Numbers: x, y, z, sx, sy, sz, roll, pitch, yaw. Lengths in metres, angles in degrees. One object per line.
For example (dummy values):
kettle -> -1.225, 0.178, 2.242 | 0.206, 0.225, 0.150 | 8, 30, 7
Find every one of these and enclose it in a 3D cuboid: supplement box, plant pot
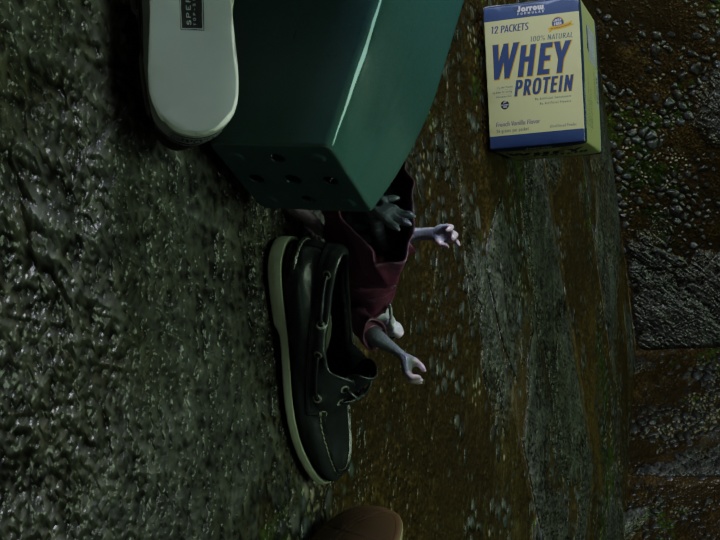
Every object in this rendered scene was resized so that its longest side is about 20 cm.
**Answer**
supplement box -> 0.267, -0.270, 1.622 | 0.199, 0.132, 0.203 | -2, 89, -71
plant pot -> -0.025, -0.150, 0.786 | 0.142, 0.139, 0.203 | 51, 47, -59

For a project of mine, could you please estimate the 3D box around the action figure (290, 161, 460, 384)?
action figure -> 0.000, 0.000, 0.915 | 0.201, 0.147, 0.135 | 93, 12, -54

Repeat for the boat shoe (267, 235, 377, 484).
boat shoe -> -0.020, 0.070, 0.857 | 0.074, 0.065, 0.203 | -38, 122, -68

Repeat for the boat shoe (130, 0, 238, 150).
boat shoe -> -0.105, -0.173, 0.663 | 0.064, 0.070, 0.203 | 170, -76, -69

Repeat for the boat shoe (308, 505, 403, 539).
boat shoe -> -0.020, 0.257, 0.837 | 0.200, 0.070, 0.065 | -53, 143, -51
